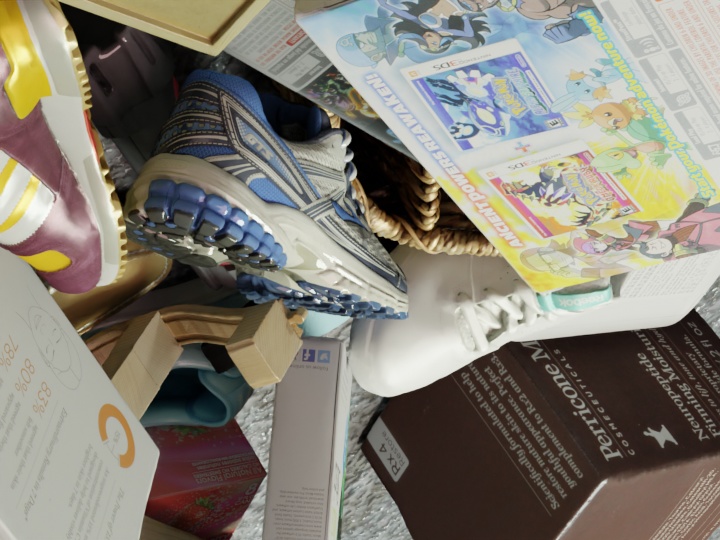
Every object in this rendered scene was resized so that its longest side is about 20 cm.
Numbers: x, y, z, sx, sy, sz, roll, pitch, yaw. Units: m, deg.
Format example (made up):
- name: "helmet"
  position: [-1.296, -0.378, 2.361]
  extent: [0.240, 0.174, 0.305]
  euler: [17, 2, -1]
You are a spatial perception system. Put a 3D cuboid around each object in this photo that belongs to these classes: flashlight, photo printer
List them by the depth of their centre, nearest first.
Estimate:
- name: "flashlight"
  position: [-0.082, -0.063, 0.752]
  extent: [0.068, 0.068, 0.200]
  euler: [-40, 144, -8]
- name: "photo printer"
  position: [0.157, -0.032, 1.010]
  extent: [0.200, 0.069, 0.167]
  euler: [-4, 136, -40]

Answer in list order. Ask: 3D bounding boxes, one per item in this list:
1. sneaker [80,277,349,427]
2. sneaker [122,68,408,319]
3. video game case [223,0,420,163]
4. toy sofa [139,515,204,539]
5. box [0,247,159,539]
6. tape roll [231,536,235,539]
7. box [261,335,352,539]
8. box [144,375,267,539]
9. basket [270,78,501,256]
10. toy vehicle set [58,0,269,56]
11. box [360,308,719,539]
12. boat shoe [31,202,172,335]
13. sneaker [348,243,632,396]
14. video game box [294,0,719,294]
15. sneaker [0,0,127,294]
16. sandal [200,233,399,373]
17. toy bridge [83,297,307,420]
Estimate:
- name: "sneaker"
  position: [-0.073, 0.049, 0.888]
  extent: [0.200, 0.082, 0.074]
  euler: [-18, 146, -27]
- name: "sneaker"
  position: [-0.025, -0.031, 0.728]
  extent: [0.200, 0.077, 0.085]
  euler: [33, 66, -62]
- name: "video game case"
  position: [0.041, -0.117, 0.636]
  extent: [0.182, 0.023, 0.200]
  euler: [28, 141, -27]
- name: "toy sofa"
  position: [-0.128, 0.182, 0.849]
  extent: [0.083, 0.098, 0.200]
  euler: [-19, 155, 18]
- name: "box"
  position: [-0.179, 0.055, 0.653]
  extent: [0.097, 0.124, 0.200]
  euler: [-20, 119, 18]
- name: "tape roll"
  position: [-0.170, 0.226, 1.080]
  extent: [0.203, 0.037, 0.203]
  euler: [-25, 148, -17]
- name: "box"
  position: [-0.028, 0.143, 0.842]
  extent: [0.036, 0.200, 0.144]
  euler: [5, 169, 3]
- name: "box"
  position: [-0.166, 0.121, 0.884]
  extent: [0.200, 0.095, 0.103]
  euler: [-5, 137, -40]
- name: "basket"
  position: [0.047, -0.089, 0.753]
  extent: [0.143, 0.149, 0.200]
  euler: [-24, 148, -19]
- name: "toy vehicle set"
  position: [-0.104, -0.144, 0.550]
  extent: [0.200, 0.027, 0.124]
  euler: [17, 146, -31]
- name: "box"
  position: [0.145, 0.117, 1.109]
  extent: [0.200, 0.166, 0.164]
  euler: [-5, 139, -41]
- name: "boat shoe"
  position: [-0.173, 0.034, 0.777]
  extent: [0.200, 0.076, 0.072]
  euler: [-24, 147, -18]
- name: "sneaker"
  position: [0.087, 0.006, 0.844]
  extent: [0.200, 0.088, 0.075]
  euler: [-33, 126, -23]
- name: "video game box"
  position: [0.104, -0.075, 0.626]
  extent: [0.182, 0.047, 0.200]
  euler: [-16, 140, 28]
- name: "sneaker"
  position: [-0.144, -0.047, 0.608]
  extent: [0.090, 0.075, 0.200]
  euler: [-20, 150, -11]
- name: "sandal"
  position: [-0.001, 0.001, 0.873]
  extent: [0.200, 0.048, 0.075]
  euler: [-40, -174, -30]
- name: "toy bridge"
  position: [-0.107, 0.046, 0.779]
  extent: [0.200, 0.067, 0.027]
  euler: [-18, 115, 30]
